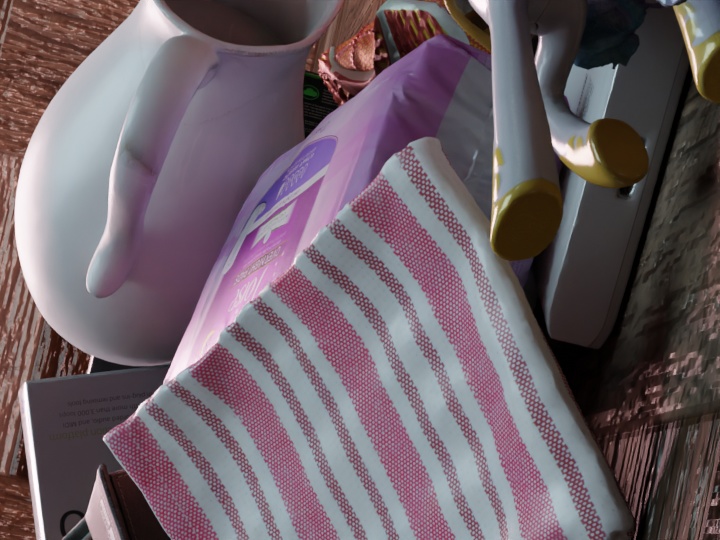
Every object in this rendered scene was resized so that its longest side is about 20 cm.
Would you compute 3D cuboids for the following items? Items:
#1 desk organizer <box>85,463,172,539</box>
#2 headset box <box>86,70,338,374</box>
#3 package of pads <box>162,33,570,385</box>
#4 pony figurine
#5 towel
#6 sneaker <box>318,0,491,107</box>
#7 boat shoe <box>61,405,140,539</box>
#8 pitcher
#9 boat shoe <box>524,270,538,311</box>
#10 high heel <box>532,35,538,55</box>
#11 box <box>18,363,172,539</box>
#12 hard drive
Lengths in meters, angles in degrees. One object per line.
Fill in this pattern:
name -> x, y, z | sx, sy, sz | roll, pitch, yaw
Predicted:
desk organizer -> -0.033, 0.163, 1.089 | 0.072, 0.077, 0.201 | 116, 136, -69
headset box -> -0.035, 0.006, 1.457 | 0.200, 0.173, 0.093 | 107, 175, -48
package of pads -> 0.000, 0.000, 1.114 | 0.121, 0.075, 0.200 | -66, 14, -21
pony figurine -> 0.062, -0.130, 0.933 | 0.194, 0.166, 0.200 | -66, 31, 32
towel -> -0.002, 0.068, 0.987 | 0.200, 0.030, 0.147 | -43, 68, 42
sneaker -> 0.036, -0.088, 1.258 | 0.077, 0.073, 0.200 | -38, 3, -17
boat shoe -> -0.064, 0.076, 1.236 | 0.200, 0.071, 0.072 | -51, -11, -29
pitcher -> -0.084, -0.043, 1.243 | 0.172, 0.121, 0.200 | -58, -6, -51
boat shoe -> 0.038, 0.008, 1.235 | 0.074, 0.066, 0.201 | 115, 167, -65
high heel -> 0.057, -0.126, 1.291 | 0.200, 0.071, 0.143 | 61, -134, -73
box -> -0.066, 0.139, 1.289 | 0.036, 0.144, 0.201 | 147, 116, -77
hard drive -> 0.088, -0.065, 1.103 | 0.200, 0.027, 0.132 | -96, 19, -73
